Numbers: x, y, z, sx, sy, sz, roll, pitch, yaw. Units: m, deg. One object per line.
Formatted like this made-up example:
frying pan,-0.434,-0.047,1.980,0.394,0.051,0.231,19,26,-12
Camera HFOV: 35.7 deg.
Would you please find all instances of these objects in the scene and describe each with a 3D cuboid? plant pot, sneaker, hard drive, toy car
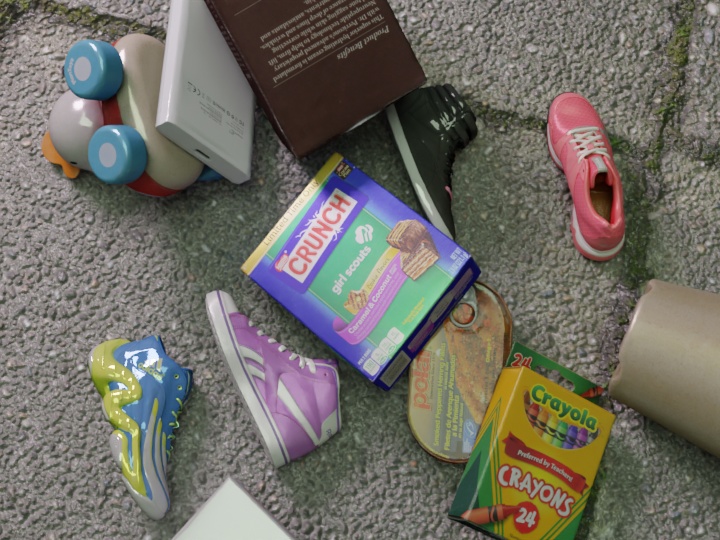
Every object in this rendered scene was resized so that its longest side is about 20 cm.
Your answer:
plant pot,0.363,0.101,1.156,0.182,0.201,0.202,21,75,19
sneaker,-0.088,0.099,1.215,0.113,0.073,0.202,-26,86,-11
sneaker,0.264,-0.118,1.259,0.073,0.087,0.203,-11,74,-4
sneaker,-0.218,0.156,1.192,0.104,0.076,0.202,-22,74,-6
hard drive,-0.167,-0.214,1.255,0.026,0.131,0.203,-19,55,31
toy car,-0.281,-0.151,1.260,0.198,0.184,0.179,-20,85,32
sneaker,0.097,-0.129,1.272,0.098,0.071,0.202,-19,70,0

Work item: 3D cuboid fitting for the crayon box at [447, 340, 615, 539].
crayon box,0.185,0.188,1.169,0.126,0.051,0.202,26,75,-15

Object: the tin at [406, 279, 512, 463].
tin,0.107,0.109,1.222,0.110,0.042,0.203,6,75,-2

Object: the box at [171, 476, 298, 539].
box,-0.086,0.315,1.119,0.200,0.125,0.098,42,79,12

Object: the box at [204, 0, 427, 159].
box,-0.056,-0.255,1.215,0.165,0.164,0.202,-29,105,-3

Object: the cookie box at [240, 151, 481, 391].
cookie box,0.000,0.000,1.210,0.199,0.075,0.172,38,86,21
